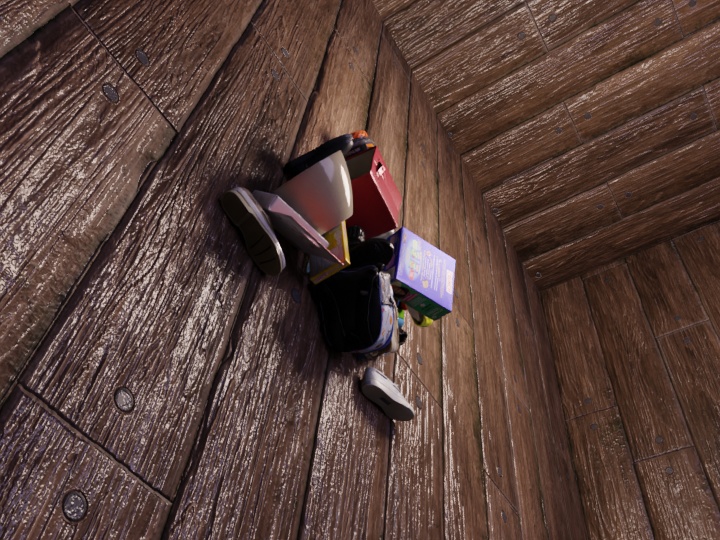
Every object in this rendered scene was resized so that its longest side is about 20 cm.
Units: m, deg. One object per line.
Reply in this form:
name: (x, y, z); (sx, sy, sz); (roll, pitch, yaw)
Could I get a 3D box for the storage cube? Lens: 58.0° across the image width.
storage cube: (0.001, -0.202, 1.794); (0.181, 0.197, 0.172); (60, 23, -27)

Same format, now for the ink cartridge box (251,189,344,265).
ink cartridge box: (-0.136, -0.095, 1.445); (0.200, 0.172, 0.044); (43, 72, -43)

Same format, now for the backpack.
backpack: (-0.005, 0.100, 1.530); (0.153, 0.197, 0.195); (24, 59, -55)

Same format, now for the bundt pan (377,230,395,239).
bundt pan: (0.083, -0.070, 1.907); (0.204, 0.075, 0.202); (61, 2, -3)

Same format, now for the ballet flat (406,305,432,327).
ballet flat: (0.135, 0.065, 1.781); (0.067, 0.066, 0.203); (-16, 77, -51)

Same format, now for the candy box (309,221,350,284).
candy box: (-0.078, -0.057, 1.562); (0.026, 0.101, 0.202); (48, 20, -32)

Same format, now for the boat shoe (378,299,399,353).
boat shoe: (0.060, 0.105, 1.618); (0.065, 0.071, 0.204); (12, 67, -58)

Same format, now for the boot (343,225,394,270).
boot: (0.002, -0.058, 1.645); (0.080, 0.208, 0.159); (58, 29, -23)

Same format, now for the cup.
cup: (-0.096, -0.169, 1.533); (0.145, 0.198, 0.200); (59, 24, -7)

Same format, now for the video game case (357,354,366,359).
video game case: (0.036, 0.119, 1.676); (0.142, 0.018, 0.205); (-1, 91, -58)

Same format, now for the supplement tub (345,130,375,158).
supplement tub: (0.009, -0.318, 2.006); (0.122, 0.121, 0.203); (-4, 70, -65)

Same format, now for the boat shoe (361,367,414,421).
boat shoe: (0.073, 0.308, 1.625); (0.201, 0.069, 0.072); (45, 34, -35)

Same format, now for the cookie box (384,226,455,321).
cookie box: (0.156, 0.011, 1.731); (0.198, 0.075, 0.174); (30, 51, -25)

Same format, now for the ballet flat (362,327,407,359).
ballet flat: (0.067, 0.183, 1.664); (0.199, 0.046, 0.069); (-8, 96, -57)

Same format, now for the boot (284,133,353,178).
boot: (-0.077, -0.233, 1.662); (0.171, 0.197, 0.076); (63, 1, 1)

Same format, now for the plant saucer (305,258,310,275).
plant saucer: (-0.087, -0.051, 1.624); (0.202, 0.068, 0.019); (-79, 160, -54)

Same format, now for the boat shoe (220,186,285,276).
boat shoe: (-0.213, -0.087, 1.371); (0.202, 0.074, 0.068); (61, 29, -10)

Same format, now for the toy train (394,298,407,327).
toy train: (0.062, 0.125, 1.775); (0.199, 0.083, 0.118); (24, 60, -58)
